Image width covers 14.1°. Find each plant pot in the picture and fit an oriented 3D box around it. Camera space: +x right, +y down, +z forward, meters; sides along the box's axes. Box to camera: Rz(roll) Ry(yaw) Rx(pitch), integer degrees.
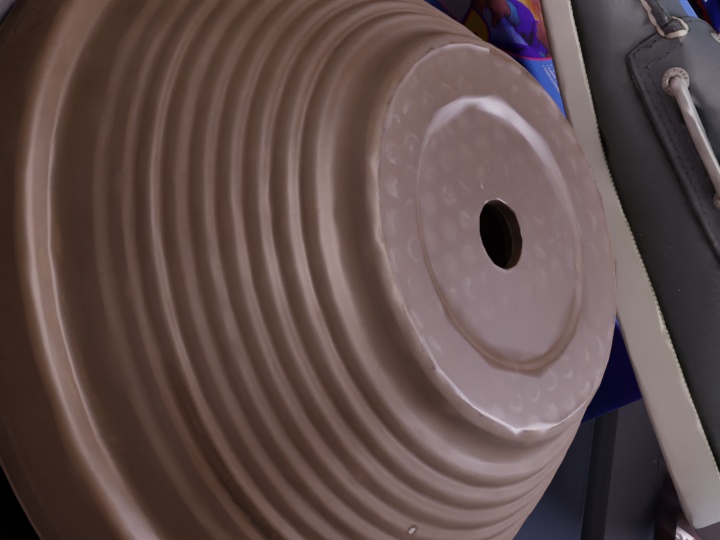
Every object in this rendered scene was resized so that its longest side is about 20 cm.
[{"bbox_3d":[0.000,0.000,0.730,0.200,0.092,0.202,24,59,-46],"label":"plant pot"}]

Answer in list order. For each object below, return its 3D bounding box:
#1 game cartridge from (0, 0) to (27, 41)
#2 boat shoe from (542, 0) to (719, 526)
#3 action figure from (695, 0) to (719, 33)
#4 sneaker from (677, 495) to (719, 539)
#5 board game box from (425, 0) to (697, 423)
[{"bbox_3d":[-0.093,-0.162,0.758,0.129,0.038,0.201,-19,97,-48],"label":"game cartridge"},{"bbox_3d":[0.091,-0.034,0.799,0.073,0.061,0.201,37,38,-77],"label":"boat shoe"},{"bbox_3d":[0.122,-0.136,0.992,0.052,0.065,0.201,-33,94,-44],"label":"action figure"},{"bbox_3d":[0.171,0.056,0.931,0.085,0.073,0.200,59,37,-2],"label":"sneaker"},{"bbox_3d":[0.045,-0.070,0.881,0.200,0.045,0.134,56,38,-10],"label":"board game box"}]
